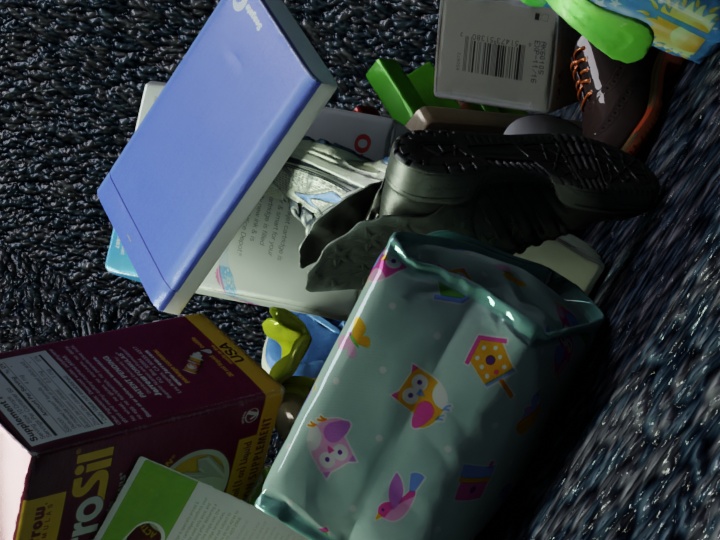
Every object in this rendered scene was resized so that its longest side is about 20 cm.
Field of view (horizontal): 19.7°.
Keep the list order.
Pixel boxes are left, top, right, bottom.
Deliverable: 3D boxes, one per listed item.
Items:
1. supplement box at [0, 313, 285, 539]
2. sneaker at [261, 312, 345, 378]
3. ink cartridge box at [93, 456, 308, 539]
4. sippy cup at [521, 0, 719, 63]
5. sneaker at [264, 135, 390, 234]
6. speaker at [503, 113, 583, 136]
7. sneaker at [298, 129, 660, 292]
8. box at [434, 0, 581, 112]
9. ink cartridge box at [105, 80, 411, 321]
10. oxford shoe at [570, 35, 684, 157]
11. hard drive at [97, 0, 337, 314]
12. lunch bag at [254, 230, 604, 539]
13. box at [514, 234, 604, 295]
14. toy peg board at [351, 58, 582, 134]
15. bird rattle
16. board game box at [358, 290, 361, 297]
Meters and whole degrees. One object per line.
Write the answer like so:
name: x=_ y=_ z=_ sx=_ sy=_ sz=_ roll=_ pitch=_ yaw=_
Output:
supplement box: x=-0.165 y=0.120 z=1.346 sx=0.200 sy=0.103 sz=0.131 roll=-12 pitch=-50 yaw=-39
sneaker: x=-0.001 y=-0.001 z=1.554 sx=0.200 sy=0.077 sz=0.111 roll=-41 pitch=-25 yaw=-28
ink cartridge box: x=-0.089 y=0.200 z=1.358 sx=0.148 sy=0.200 sz=0.076 roll=-60 pitch=19 yaw=14
sippy cup: x=0.188 y=-0.204 z=1.328 sx=0.178 sy=0.130 sz=0.140 roll=-60 pitch=1 yaw=-9
sneaker: x=-0.013 y=-0.038 z=1.378 sx=0.077 sy=0.200 sz=0.085 roll=22 pitch=-96 yaw=-49
speaker: x=0.104 y=-0.016 z=1.477 sx=0.200 sy=0.081 sz=0.081 roll=-61 pitch=2 yaw=-36
sneaker: x=0.070 y=-0.026 z=1.225 sx=0.060 sy=0.199 sz=0.104 roll=-108 pitch=28 yaw=-51
box: x=0.136 y=-0.173 z=1.547 sx=0.200 sy=0.095 sz=0.078 roll=-24 pitch=-59 yaw=-61
ink cartridge box: x=-0.066 y=-0.047 z=1.503 sx=0.085 sy=0.199 sz=0.145 roll=26 pitch=-104 yaw=-68
oxford shoe: x=0.168 y=-0.119 z=1.427 sx=0.071 sy=0.072 sz=0.200 roll=-57 pitch=3 yaw=49
hard drive: x=-0.102 y=-0.088 z=1.410 sx=0.200 sy=0.025 sz=0.132 roll=-54 pitch=45 yaw=23
lunch bag: x=0.047 y=0.072 z=1.144 sx=0.171 sy=0.122 sz=0.200 roll=-63 pitch=-15 yaw=11
box: x=0.069 y=0.057 z=1.310 sx=0.200 sy=0.078 sz=0.095 roll=-60 pitch=1 yaw=6
toy peg board: x=0.052 y=-0.086 z=1.753 sx=0.200 sy=0.098 sz=0.199 roll=1 pitch=-41 yaw=-44
bird rattle: x=-0.006 y=0.116 z=1.464 sx=0.113 sy=0.200 sz=0.163 roll=-54 pitch=42 yaw=13
board game box: x=0.054 y=0.004 z=1.502 sx=0.200 sy=0.032 sz=0.120 roll=8 pitch=-93 yaw=-65
